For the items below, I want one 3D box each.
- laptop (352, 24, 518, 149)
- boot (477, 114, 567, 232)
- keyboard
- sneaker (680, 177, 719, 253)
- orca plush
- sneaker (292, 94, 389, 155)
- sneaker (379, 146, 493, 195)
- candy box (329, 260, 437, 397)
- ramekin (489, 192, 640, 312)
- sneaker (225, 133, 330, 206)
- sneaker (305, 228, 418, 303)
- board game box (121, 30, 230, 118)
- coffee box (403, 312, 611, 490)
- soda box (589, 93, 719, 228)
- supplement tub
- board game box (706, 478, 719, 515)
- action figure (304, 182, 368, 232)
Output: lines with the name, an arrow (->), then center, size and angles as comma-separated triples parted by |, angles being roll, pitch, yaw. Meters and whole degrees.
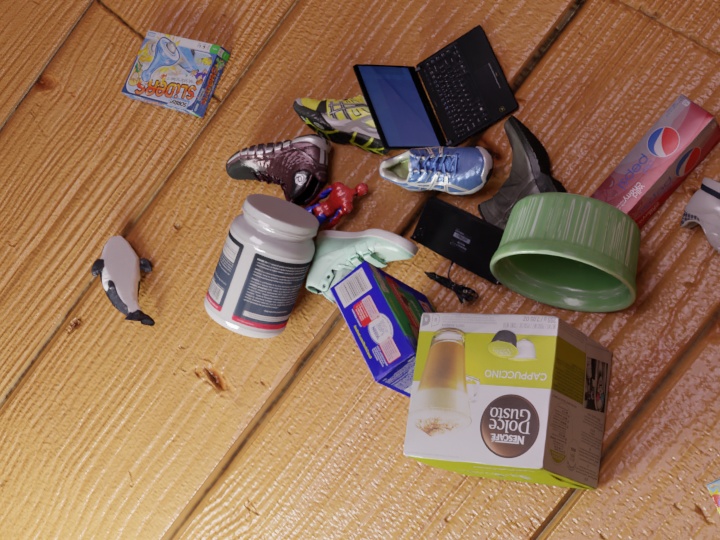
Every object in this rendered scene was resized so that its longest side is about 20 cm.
laptop -> 0.117, -0.292, 1.794 | 0.200, 0.103, 0.177 | -30, 61, 20
boot -> 0.224, -0.128, 1.699 | 0.131, 0.068, 0.200 | -35, 57, 23
keyboard -> 0.148, -0.025, 1.717 | 0.200, 0.021, 0.127 | 32, 101, 45
sneaker -> 0.515, -0.044, 1.494 | 0.200, 0.076, 0.081 | 42, 108, 39
orca plush -> -0.421, 0.032, 2.050 | 0.105, 0.071, 0.200 | -22, 57, -28
sneaker -> -0.022, -0.255, 1.893 | 0.200, 0.075, 0.076 | 23, 78, 24
sneaker -> 0.115, -0.152, 1.740 | 0.200, 0.077, 0.076 | -5, 84, 43
candy box -> 0.063, 0.096, 1.633 | 0.077, 0.200, 0.169 | -36, 59, 14
ramekin -> 0.285, -0.026, 1.548 | 0.200, 0.200, 0.098 | 5, 68, 32
sneaker -> -0.142, -0.155, 1.924 | 0.200, 0.076, 0.116 | -13, 70, 27
sneaker -> 0.000, 0.000, 1.780 | 0.200, 0.074, 0.118 | 0, 67, 42
board game box -> -0.351, -0.373, 2.149 | 0.200, 0.034, 0.136 | 18, 83, 35
coffee box -> 0.200, 0.177, 1.521 | 0.199, 0.200, 0.198 | 0, 74, 32
soda box -> 0.411, -0.142, 1.583 | 0.200, 0.070, 0.063 | -50, 57, 7
supplement tub -> -0.156, -0.006, 1.810 | 0.140, 0.140, 0.200 | 35, 111, 35
board game box -> 0.506, 0.332, 1.339 | 0.103, 0.105, 0.200 | -29, 60, 21
action figure -> -0.072, -0.092, 1.873 | 0.200, 0.052, 0.065 | -29, 65, 20
